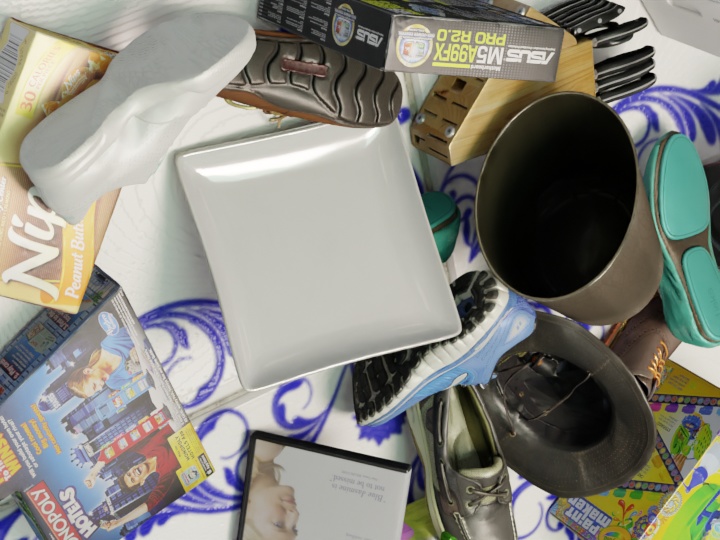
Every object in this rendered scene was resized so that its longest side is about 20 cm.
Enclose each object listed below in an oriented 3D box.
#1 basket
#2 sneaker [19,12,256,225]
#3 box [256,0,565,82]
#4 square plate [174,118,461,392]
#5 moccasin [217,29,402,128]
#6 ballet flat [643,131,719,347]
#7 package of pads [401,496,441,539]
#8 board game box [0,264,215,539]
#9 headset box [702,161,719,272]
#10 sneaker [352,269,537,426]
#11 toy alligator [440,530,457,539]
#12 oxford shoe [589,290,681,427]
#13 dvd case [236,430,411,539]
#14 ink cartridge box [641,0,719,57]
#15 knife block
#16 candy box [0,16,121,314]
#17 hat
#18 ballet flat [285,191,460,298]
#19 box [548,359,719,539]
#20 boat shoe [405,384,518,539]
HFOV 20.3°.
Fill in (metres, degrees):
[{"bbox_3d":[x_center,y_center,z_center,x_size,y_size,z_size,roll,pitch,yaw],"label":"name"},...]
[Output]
[{"bbox_3d":[0.188,-0.031,1.721,0.200,0.136,0.181,46,52,-65],"label":"basket"},{"bbox_3d":[-0.157,-0.111,1.492,0.200,0.075,0.089,-37,138,-12],"label":"sneaker"},{"bbox_3d":[0.036,-0.191,1.558,0.160,0.200,0.044,0,107,-33],"label":"box"},{"bbox_3d":[-0.035,-0.018,1.631,0.198,0.028,0.201,-14,83,-23],"label":"square plate"},{"bbox_3d":[-0.058,-0.151,1.599,0.201,0.078,0.074,2,92,-29],"label":"moccasin"},{"bbox_3d":[0.287,-0.025,1.848,0.067,0.070,0.201,-14,90,-33],"label":"ballet flat"},{"bbox_3d":[0.051,0.289,1.839,0.200,0.068,0.155,-20,119,-25],"label":"package of pads"},{"bbox_3d":[-0.243,0.132,1.594,0.200,0.062,0.200,-33,123,-16],"label":"board game box"},{"bbox_3d":[0.383,-0.035,1.838,0.077,0.200,0.149,-12,92,-27],"label":"headset box"},{"bbox_3d":[0.072,0.081,1.718,0.089,0.079,0.200,27,131,-35],"label":"sneaker"},{"bbox_3d":[0.061,0.325,1.779,0.054,0.059,0.201,-12,116,-28],"label":"toy alligator"},{"bbox_3d":[0.267,0.087,1.892,0.200,0.073,0.071,-43,126,-11],"label":"oxford shoe"},{"bbox_3d":[-0.039,0.246,1.737,0.142,0.018,0.201,11,107,11],"label":"dvd case"},{"bbox_3d":[0.358,-0.282,1.761,0.200,0.146,0.086,-44,127,-10],"label":"ink cartridge box"},{"bbox_3d":[0.160,-0.154,1.736,0.175,0.064,0.200,30,91,-36],"label":"knife block"},{"bbox_3d":[-0.239,-0.077,1.517,0.115,0.055,0.201,16,100,-37],"label":"candy box"},{"bbox_3d":[0.181,0.104,1.813,0.081,0.200,0.201,-51,136,-51],"label":"hat"},{"bbox_3d":[0.000,0.000,1.697,0.200,0.067,0.071,-24,134,-21],"label":"ballet flat"},{"bbox_3d":[0.327,0.229,1.958,0.200,0.122,0.193,40,86,-36],"label":"box"},{"bbox_3d":[0.097,0.181,1.775,0.072,0.066,0.201,-16,85,-28],"label":"boat shoe"}]
